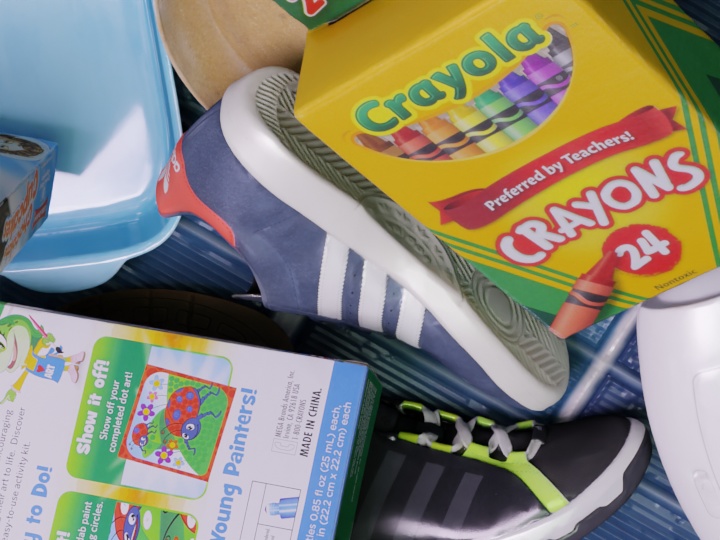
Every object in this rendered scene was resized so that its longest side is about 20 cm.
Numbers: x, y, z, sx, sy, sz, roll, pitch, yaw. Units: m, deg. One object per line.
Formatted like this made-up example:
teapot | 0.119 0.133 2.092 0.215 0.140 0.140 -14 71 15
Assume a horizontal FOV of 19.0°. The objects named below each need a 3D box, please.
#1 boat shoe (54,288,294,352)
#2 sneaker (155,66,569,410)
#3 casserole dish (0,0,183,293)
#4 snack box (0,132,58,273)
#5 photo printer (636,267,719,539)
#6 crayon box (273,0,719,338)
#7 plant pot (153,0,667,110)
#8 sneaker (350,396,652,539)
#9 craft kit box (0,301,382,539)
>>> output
boat shoe | -0.124 0.059 0.937 0.200 0.072 0.065 -9 145 5
sneaker | 0.000 0.000 0.898 0.200 0.075 0.085 41 125 -22
casserole dish | -0.136 -0.090 0.897 0.121 0.039 0.200 -7 108 6
snack box | -0.191 -0.020 0.800 0.116 0.200 0.037 11 107 1
photo printer | 0.222 0.049 0.899 0.200 0.069 0.166 -21 107 11
crayon box | 0.066 -0.063 0.827 0.127 0.051 0.200 -28 128 35
plant pot | 0.020 -0.106 0.844 0.200 0.027 0.200 4 140 3
sneaker | 0.024 0.087 0.926 0.200 0.072 0.083 -18 105 10
craft kit box | -0.107 0.120 0.855 0.197 0.049 0.200 10 78 10
